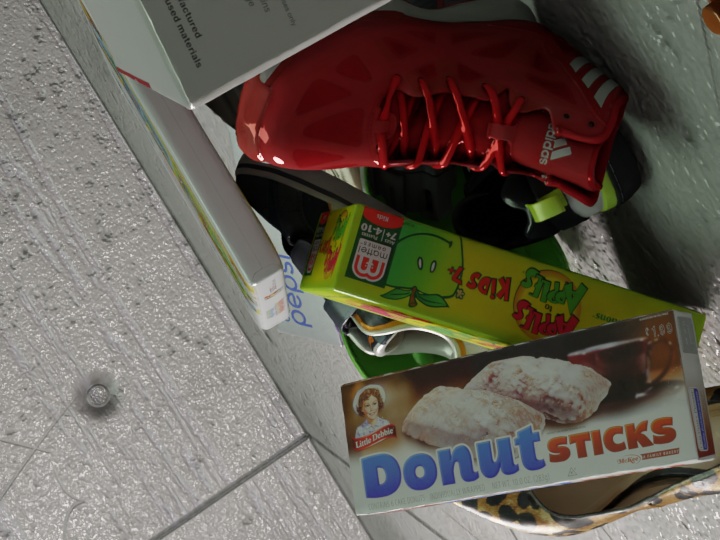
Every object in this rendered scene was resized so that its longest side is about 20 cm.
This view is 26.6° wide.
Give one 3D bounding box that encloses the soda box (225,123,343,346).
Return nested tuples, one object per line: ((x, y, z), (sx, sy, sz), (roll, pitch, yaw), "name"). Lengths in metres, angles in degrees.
((-0.042, -0.042, 1.197), (0.068, 0.063, 0.201), (12, 128, 33), "soda box")

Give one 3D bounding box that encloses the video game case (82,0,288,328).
((-0.100, -0.067, 0.882), (0.201, 0.023, 0.182), (60, 174, 7), "video game case")

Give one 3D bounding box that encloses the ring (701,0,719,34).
((0.170, -0.081, 0.514), (0.201, 0.019, 0.201), (55, 169, 16), "ring")

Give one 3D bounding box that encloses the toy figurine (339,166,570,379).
((0.061, 0.009, 1.043), (0.184, 0.149, 0.201), (63, -166, -79), "toy figurine")

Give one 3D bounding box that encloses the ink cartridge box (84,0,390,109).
((-0.023, -0.161, 0.669), (0.083, 0.199, 0.147), (64, 167, -21), "ink cartridge box")

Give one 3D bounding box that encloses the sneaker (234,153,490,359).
((0.000, 0.000, 0.918), (0.199, 0.080, 0.078), (28, 171, 10), "sneaker")

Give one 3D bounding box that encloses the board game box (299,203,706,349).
((0.074, 0.017, 0.835), (0.199, 0.048, 0.102), (17, 176, -11), "board game box")

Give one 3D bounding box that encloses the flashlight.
((0.020, -0.122, 0.863), (0.201, 0.067, 0.068), (84, -163, -48), "flashlight")

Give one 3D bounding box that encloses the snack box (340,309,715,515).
((0.079, 0.075, 0.773), (0.024, 0.199, 0.072), (8, -109, -54), "snack box")

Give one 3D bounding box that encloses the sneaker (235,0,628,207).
((0.048, -0.074, 0.696), (0.115, 0.199, 0.079), (35, 133, 35), "sneaker")

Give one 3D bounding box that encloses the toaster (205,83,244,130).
((-0.069, -0.162, 0.906), (0.200, 0.113, 0.129), (43, 166, 39), "toaster")

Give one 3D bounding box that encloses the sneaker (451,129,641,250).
((0.077, -0.053, 0.840), (0.072, 0.083, 0.200), (59, 169, -9), "sneaker")

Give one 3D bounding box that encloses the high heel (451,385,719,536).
((0.130, 0.089, 0.772), (0.143, 0.198, 0.072), (81, -175, -72), "high heel")

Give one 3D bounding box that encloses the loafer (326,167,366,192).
((-0.007, -0.090, 1.111), (0.063, 0.072, 0.201), (-12, 108, 40), "loafer")

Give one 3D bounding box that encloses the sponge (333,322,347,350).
((0.012, 0.051, 1.151), (0.200, 0.030, 0.112), (61, -173, -52), "sponge")
